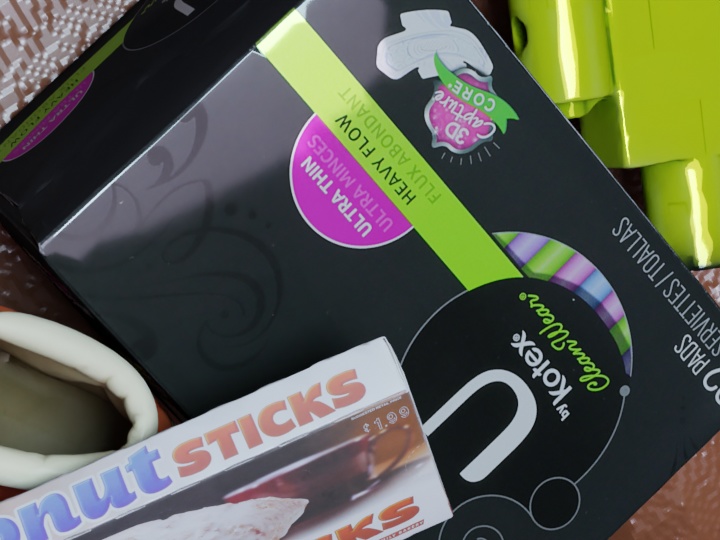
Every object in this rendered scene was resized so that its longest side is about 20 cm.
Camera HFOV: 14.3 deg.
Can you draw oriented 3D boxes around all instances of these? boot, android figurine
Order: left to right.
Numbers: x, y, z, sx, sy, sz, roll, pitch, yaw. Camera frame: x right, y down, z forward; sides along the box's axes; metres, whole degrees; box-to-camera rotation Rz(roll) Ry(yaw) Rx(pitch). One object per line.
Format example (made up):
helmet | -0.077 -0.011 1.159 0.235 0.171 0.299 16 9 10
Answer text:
boot | -0.145 0.022 0.855 0.199 0.107 0.075 20 78 2
android figurine | 0.129 -0.103 0.958 0.182 0.041 0.201 -7 96 -23

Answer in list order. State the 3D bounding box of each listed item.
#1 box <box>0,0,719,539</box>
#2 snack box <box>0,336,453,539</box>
box | 0.000 0.000 0.910 0.149 0.124 0.200 -44 113 -5
snack box | -0.074 0.084 0.818 0.200 0.024 0.072 -24 144 -3
